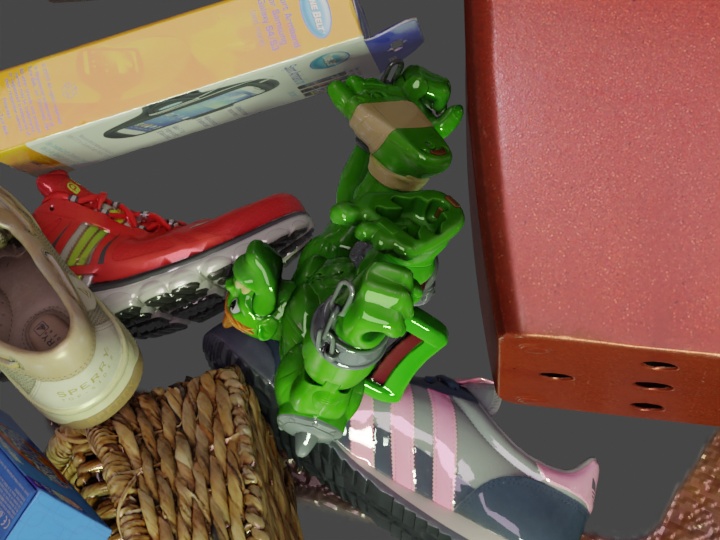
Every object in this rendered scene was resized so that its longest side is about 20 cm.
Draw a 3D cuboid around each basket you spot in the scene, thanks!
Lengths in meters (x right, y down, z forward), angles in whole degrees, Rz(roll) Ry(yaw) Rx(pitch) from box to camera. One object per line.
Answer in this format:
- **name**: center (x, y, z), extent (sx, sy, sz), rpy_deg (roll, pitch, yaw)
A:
- **basket**: center (-0.095, 0.158, 1.100), extent (0.148, 0.143, 0.201), rpy_deg (-15, 60, 3)

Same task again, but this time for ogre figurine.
- **ogre figurine**: center (0.000, 0.000, 1.099), extent (0.098, 0.200, 0.120), rpy_deg (11, 124, -23)

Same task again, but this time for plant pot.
- **plant pot**: center (0.135, -0.033, 1.078), extent (0.199, 0.200, 0.177), rpy_deg (5, 76, 4)

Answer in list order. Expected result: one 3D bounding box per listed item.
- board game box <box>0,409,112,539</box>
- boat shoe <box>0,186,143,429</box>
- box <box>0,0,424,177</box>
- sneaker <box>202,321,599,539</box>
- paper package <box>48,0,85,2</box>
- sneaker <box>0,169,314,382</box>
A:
- **board game box**: center (-0.203, 0.163, 1.109), extent (0.045, 0.152, 0.200), rpy_deg (34, 91, -30)
- **boat shoe**: center (-0.177, -0.006, 1.121), extent (0.072, 0.065, 0.200), rpy_deg (-45, 56, -8)
- **box**: center (-0.071, -0.093, 1.152), extent (0.199, 0.119, 0.042), rpy_deg (-19, 86, 3)
- **sneaker**: center (0.021, 0.072, 1.174), extent (0.200, 0.070, 0.082), rpy_deg (37, 69, 5)
- **paper package**: center (-0.073, -0.231, 1.166), extent (0.199, 0.103, 0.192), rpy_deg (-7, 86, 4)
- **sneaker**: center (-0.122, -0.011, 1.177), extent (0.199, 0.077, 0.085), rpy_deg (-16, 77, 1)
